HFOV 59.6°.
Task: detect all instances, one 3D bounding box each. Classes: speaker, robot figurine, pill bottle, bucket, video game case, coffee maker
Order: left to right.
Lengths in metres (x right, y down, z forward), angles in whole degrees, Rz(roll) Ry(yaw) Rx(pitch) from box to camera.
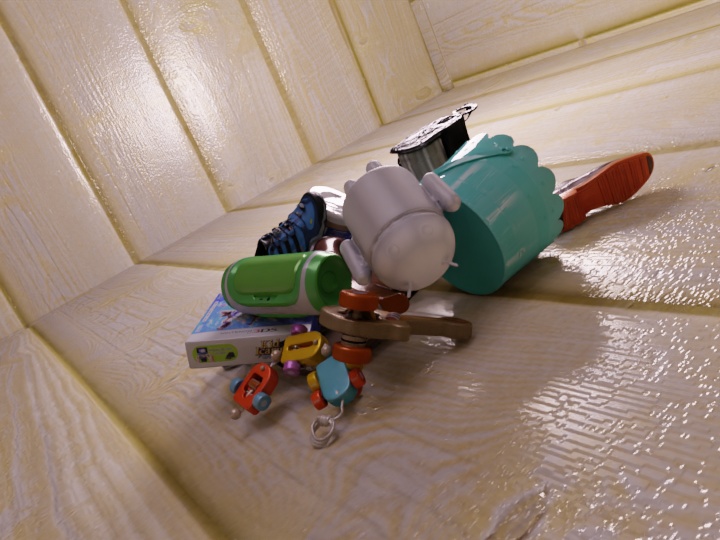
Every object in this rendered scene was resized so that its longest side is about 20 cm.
[{"bbox_3d":[-0.151,0.079,0.964,0.178,0.046,0.200,-5,19,3],"label":"video game case"},{"bbox_3d":[-0.107,0.019,0.881,0.198,0.089,0.088,-3,27,41],"label":"speaker"},{"bbox_3d":[-0.084,-0.046,1.178,0.201,0.110,0.111,-63,-2,29],"label":"pill bottle"},{"bbox_3d":[0.049,-0.055,0.806,0.169,0.113,0.201,-40,50,13],"label":"robot figurine"},{"bbox_3d":[0.179,-0.179,1.179,0.190,0.202,0.135,-28,19,-3],"label":"coffee maker"},{"bbox_3d":[0.173,-0.076,0.902,0.134,0.209,0.206,-39,21,-26],"label":"bucket"}]

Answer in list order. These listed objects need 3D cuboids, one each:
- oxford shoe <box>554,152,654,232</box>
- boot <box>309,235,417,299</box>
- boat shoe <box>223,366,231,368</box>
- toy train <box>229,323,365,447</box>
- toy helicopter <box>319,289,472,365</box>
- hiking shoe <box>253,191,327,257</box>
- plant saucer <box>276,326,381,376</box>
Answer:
[{"bbox_3d":[0.364,-0.135,0.991,0.198,0.072,0.073,-26,28,-2],"label":"oxford shoe"},{"bbox_3d":[0.000,0.000,0.984,0.197,0.069,0.188,7,18,24],"label":"boot"},{"bbox_3d":[-0.190,0.093,1.130,0.071,0.066,0.200,-8,24,46],"label":"boat shoe"},{"bbox_3d":[-0.074,0.153,0.807,0.198,0.056,0.151,14,65,42],"label":"toy train"},{"bbox_3d":[0.044,0.066,0.784,0.197,0.080,0.132,6,4,-18],"label":"toy helicopter"},{"bbox_3d":[-0.125,-0.046,1.058,0.074,0.086,0.202,32,96,38],"label":"hiking shoe"},{"bbox_3d":[-0.034,0.101,0.947,0.198,0.032,0.201,-23,18,8],"label":"plant saucer"}]
